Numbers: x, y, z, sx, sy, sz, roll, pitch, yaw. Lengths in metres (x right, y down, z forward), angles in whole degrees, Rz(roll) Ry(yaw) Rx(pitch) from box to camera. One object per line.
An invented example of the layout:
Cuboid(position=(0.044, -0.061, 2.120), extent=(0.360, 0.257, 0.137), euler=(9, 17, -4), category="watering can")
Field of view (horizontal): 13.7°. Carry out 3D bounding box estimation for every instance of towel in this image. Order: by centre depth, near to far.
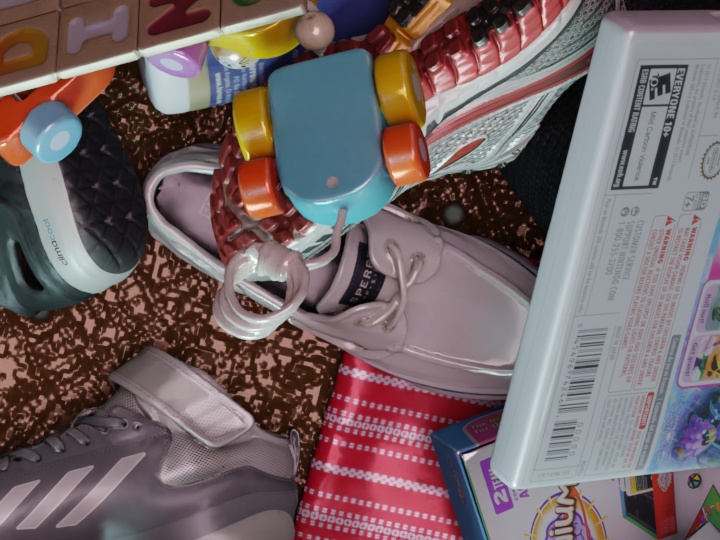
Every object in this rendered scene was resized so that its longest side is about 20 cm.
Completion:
Cuboid(position=(0.051, 0.088, 1.316), extent=(0.144, 0.022, 0.200), euler=(15, 94, -8), category="towel")

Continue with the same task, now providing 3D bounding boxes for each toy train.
Cuboid(position=(-0.062, -0.054, 1.138), extent=(0.200, 0.056, 0.150), euler=(38, 81, 30), category="toy train")

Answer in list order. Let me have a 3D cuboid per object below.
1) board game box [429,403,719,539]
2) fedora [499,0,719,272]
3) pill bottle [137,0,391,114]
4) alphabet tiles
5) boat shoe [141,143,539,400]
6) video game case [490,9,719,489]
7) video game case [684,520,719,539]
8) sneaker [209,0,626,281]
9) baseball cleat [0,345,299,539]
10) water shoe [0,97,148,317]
Cuboid(position=(0.147, 0.107, 1.303), extent=(0.200, 0.040, 0.153), euler=(-20, 103, -12), category="board game box")
Cuboid(position=(0.129, -0.059, 1.259), extent=(0.201, 0.201, 0.092), euler=(-47, 58, -1), category="fedora")
Cuboid(position=(0.000, -0.138, 1.240), extent=(0.200, 0.111, 0.111), euler=(-13, 97, -7), category="pill bottle")
Cuboid(position=(-0.084, -0.144, 1.159), extent=(0.200, 0.167, 0.006), euler=(-14, 139, 15), category="alphabet tiles")
Cuboid(position=(0.000, 0.000, 1.260), extent=(0.200, 0.066, 0.072), euler=(28, 95, 1), category="boat shoe")
Cuboid(position=(0.150, -0.010, 1.197), extent=(0.182, 0.024, 0.200), euler=(-4, 119, -33), category="video game case")
Cuboid(position=(0.133, 0.226, 1.288), extent=(0.181, 0.036, 0.200), euler=(-40, 127, 0), category="video game case")
Cuboid(position=(0.024, -0.057, 1.192), extent=(0.200, 0.078, 0.082), euler=(-36, 138, 16), category="sneaker")
Cuboid(position=(-0.124, 0.082, 1.275), extent=(0.200, 0.070, 0.107), euler=(6, 89, -18), category="baseball cleat")
Cuboid(position=(-0.156, -0.079, 1.242), extent=(0.079, 0.071, 0.200), euler=(-25, 78, 31), category="water shoe")
